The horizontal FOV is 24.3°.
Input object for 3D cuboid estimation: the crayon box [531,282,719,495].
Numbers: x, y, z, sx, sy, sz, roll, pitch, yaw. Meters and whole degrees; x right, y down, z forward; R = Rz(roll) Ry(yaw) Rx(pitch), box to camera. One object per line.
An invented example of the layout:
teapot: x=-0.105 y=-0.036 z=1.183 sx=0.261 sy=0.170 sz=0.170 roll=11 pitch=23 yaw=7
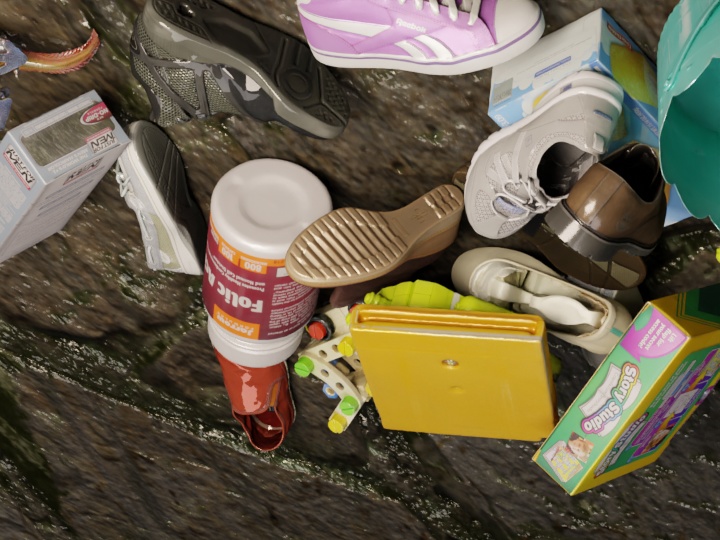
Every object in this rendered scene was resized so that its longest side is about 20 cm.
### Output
crayon box: x=0.273 y=0.109 z=1.573 sx=0.173 sy=0.058 sz=0.200 roll=-8 pitch=136 yaw=-53

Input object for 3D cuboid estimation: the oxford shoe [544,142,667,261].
oxford shoe: x=0.218 y=-0.059 z=1.328 sx=0.073 sy=0.200 sz=0.084 roll=40 pitch=109 yaw=11

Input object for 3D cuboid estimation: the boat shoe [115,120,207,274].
boat shoe: x=-0.197 y=-0.063 z=1.579 sx=0.065 sy=0.074 sz=0.202 roll=-5 pitch=146 yaw=11

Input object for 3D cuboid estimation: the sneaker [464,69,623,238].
sneaker: x=0.140 y=-0.080 z=1.369 sx=0.075 sy=0.082 sz=0.200 roll=22 pitch=141 yaw=-13

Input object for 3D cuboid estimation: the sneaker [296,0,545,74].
sneaker: x=0.043 y=-0.219 z=1.335 sx=0.200 sy=0.073 sz=0.114 roll=-1 pitch=137 yaw=14

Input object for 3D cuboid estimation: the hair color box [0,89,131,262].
hair color box: x=-0.296 y=-0.079 z=1.527 sx=0.061 sy=0.099 sz=0.200 roll=55 pitch=143 yaw=3

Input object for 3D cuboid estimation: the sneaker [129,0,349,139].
sneaker: x=-0.111 y=-0.159 z=1.441 sx=0.199 sy=0.076 sz=0.114 roll=25 pitch=141 yaw=-14

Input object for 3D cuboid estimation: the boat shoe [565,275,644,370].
boat shoe: x=0.245 y=0.061 z=1.652 sx=0.071 sy=0.070 sz=0.201 roll=19 pitch=155 yaw=30

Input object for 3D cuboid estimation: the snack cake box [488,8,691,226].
snack cake box: x=0.214 y=-0.119 z=1.424 sx=0.115 sy=0.067 sz=0.200 roll=-25 pitch=130 yaw=35

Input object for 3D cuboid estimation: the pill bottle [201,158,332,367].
pill bottle: x=-0.093 y=-0.002 z=1.597 sx=0.114 sy=0.114 sz=0.200 roll=11 pitch=141 yaw=-1

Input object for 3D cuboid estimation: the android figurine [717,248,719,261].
android figurine: x=0.387 y=-0.049 z=1.367 sx=0.200 sy=0.182 sz=0.041 roll=-31 pitch=132 yaw=-7

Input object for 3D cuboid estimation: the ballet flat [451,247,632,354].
ballet flat: x=0.160 y=0.024 z=1.563 sx=0.200 sy=0.069 sz=0.069 roll=19 pitch=149 yaw=31

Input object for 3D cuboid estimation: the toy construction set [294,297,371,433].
toy construction set: x=0.017 y=0.078 z=1.692 sx=0.200 sy=0.092 sz=0.131 roll=-28 pitch=104 yaw=28

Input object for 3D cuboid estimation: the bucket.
bucket: x=0.326 y=-0.136 z=1.298 sx=0.207 sy=0.135 sz=0.207 roll=1 pitch=131 yaw=1

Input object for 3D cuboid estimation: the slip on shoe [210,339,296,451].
slip on shoe: x=-0.115 y=0.124 z=1.804 sx=0.074 sy=0.061 sz=0.200 roll=0 pitch=139 yaw=14

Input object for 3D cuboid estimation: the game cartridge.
game cartridge: x=0.092 y=0.098 z=1.556 sx=0.176 sy=0.032 sz=0.200 roll=4 pitch=150 yaw=13

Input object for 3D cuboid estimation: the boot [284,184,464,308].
boot: x=0.000 y=0.000 z=1.541 sx=0.200 sy=0.072 sz=0.166 roll=-23 pitch=161 yaw=-30

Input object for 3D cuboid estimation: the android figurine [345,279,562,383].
android figurine: x=0.084 y=0.071 z=1.580 sx=0.200 sy=0.041 sz=0.182 roll=25 pitch=147 yaw=-15

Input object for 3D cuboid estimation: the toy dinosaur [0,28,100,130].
toy dinosaur: x=-0.364 y=-0.176 z=1.466 sx=0.181 sy=0.200 sz=0.105 roll=26 pitch=117 yaw=42

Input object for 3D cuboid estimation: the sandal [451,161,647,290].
sandal: x=0.179 y=-0.050 z=1.534 sx=0.200 sy=0.055 sz=0.082 roll=29 pitch=149 yaw=1
